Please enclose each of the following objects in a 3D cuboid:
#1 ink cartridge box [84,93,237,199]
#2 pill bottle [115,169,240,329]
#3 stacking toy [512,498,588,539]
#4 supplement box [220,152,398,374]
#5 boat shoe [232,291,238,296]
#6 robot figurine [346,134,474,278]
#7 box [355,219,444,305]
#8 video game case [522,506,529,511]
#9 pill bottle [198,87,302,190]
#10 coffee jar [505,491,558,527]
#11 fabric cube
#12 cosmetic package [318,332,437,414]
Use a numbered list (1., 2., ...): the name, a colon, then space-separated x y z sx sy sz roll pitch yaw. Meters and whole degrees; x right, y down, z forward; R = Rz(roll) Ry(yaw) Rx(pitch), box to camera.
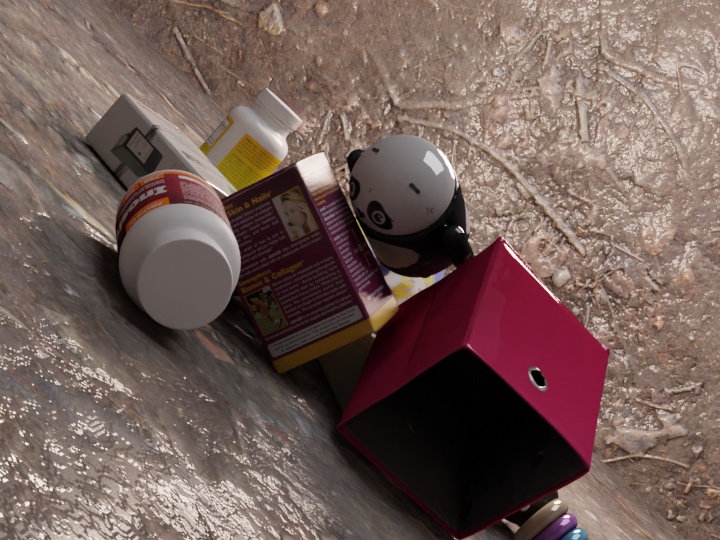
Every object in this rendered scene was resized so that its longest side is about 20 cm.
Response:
1. ink cartridge box: -0.241 -0.120 1.600 0.200 0.084 0.145 46 6 30
2. pill bottle: -0.173 -0.019 1.170 0.113 0.113 0.200 40 6 -21
3. stacking toy: 0.279 0.380 1.513 0.200 0.085 0.085 50 8 19
4. supplement box: -0.066 -0.009 1.358 0.201 0.130 0.103 65 21 -4
5. boat shoe: -0.148 -0.012 1.431 0.201 0.071 0.061 25 49 -68
6. robot figurine: 0.056 -0.068 1.409 0.149 0.125 0.200 0 -25 14
7. box: 0.000 0.000 1.489 0.199 0.048 0.118 26 44 -10
8. video game case: 0.160 0.175 1.555 0.199 0.183 0.023 30 -26 7
9. pill bottle: -0.177 -0.167 1.808 0.104 0.200 0.104 42 6 -5
10. coffee jar: 0.210 0.231 1.629 0.104 0.085 0.201 42 42 -54
11. fabric cube: 0.129 0.127 1.335 0.196 0.200 0.200 44 36 -13
12. cosmetic package: 0.005 0.102 1.503 0.103 0.073 0.200 27 23 -35
